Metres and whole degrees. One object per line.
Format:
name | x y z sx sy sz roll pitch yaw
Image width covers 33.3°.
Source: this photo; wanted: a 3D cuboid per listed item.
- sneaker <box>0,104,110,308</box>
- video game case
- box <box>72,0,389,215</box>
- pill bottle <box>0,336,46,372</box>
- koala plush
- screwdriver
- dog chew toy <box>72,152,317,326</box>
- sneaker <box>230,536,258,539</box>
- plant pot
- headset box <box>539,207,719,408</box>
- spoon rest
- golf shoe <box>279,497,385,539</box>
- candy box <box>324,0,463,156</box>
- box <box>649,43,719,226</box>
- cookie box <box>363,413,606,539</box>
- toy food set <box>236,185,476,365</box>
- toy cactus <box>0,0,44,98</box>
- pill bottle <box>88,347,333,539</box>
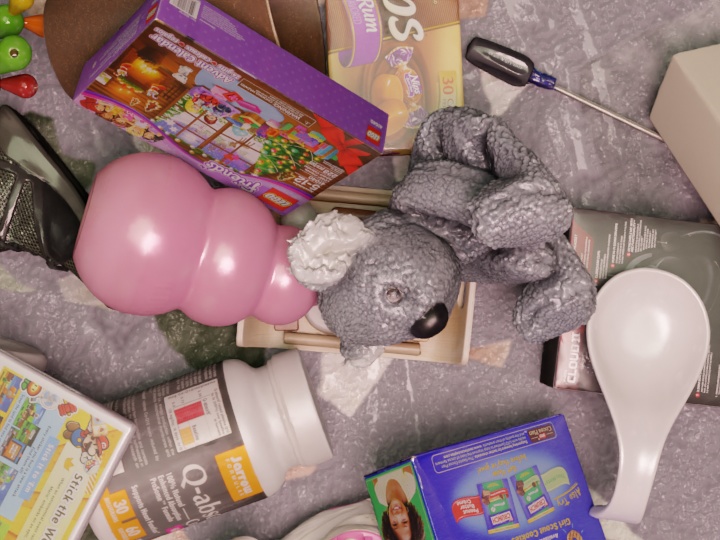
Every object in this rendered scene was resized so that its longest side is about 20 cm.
sneaker | -0.272 -0.028 1.006 0.114 0.076 0.200 -41 87 1
video game case | -0.293 0.164 0.911 0.180 0.023 0.202 28 87 1
box | -0.096 -0.120 0.897 0.198 0.136 0.040 27 57 -28
pill bottle | -0.333 0.153 0.979 0.111 0.113 0.203 14 88 0
koala plush | 0.048 -0.012 0.921 0.199 0.178 0.185 -34 52 -1
screwdriver | 0.183 -0.155 1.040 0.197 0.028 0.029 21 59 -2
dog chew toy | -0.118 -0.013 0.935 0.197 0.124 0.127 18 88 -15
sneaker | -0.133 0.300 0.935 0.073 0.118 0.201 38 118 4
plant pot | -0.146 -0.200 0.972 0.197 0.187 0.190 -10 88 11
headset box | 0.239 0.032 1.010 0.196 0.077 0.152 6 88 0
spoon rest | 0.218 0.099 0.940 0.098 0.061 0.204 7 90 -2
golf shoe | -0.050 0.252 1.006 0.198 0.092 0.076 -24 106 20
candy box | 0.027 -0.200 1.023 0.114 0.056 0.204 -2 90 -1
box | 0.313 -0.084 0.963 0.067 0.083 0.202 -14 58 -15
cookie box | 0.113 0.234 0.948 0.169 0.075 0.203 -8 75 -36
toy food set | 0.000 0.000 1.014 0.196 0.060 0.146 5 88 0
toy cactus | -0.330 -0.157 0.978 0.198 0.102 0.168 17 97 28
pill bottle | -0.128 0.141 0.981 0.197 0.116 0.118 -20 89 -1
